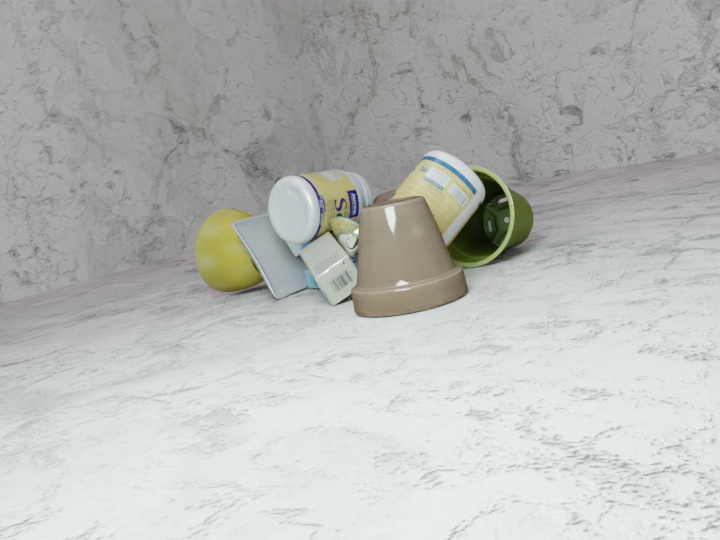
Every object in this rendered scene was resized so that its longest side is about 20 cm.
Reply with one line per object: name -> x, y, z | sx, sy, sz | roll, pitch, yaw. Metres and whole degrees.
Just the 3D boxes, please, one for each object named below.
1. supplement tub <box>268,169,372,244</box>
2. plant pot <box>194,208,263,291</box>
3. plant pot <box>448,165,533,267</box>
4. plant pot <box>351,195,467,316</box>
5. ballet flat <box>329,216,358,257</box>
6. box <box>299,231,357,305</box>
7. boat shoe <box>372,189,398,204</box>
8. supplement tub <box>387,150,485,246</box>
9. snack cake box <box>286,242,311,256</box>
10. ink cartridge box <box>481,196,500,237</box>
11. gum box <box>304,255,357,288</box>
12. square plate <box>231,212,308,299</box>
supplement tub -> -0.084, -0.141, 1.671 | 0.145, 0.147, 0.199 | -4, 8, 43
plant pot -> -0.270, -0.044, 1.834 | 0.141, 0.202, 0.199 | 6, 18, 39
plant pot -> 0.271, -0.109, 1.615 | 0.199, 0.202, 0.189 | -6, -3, 37
plant pot -> 0.072, -0.031, 1.310 | 0.198, 0.176, 0.200 | -10, 8, 1
ballet flat -> 0.011, -0.044, 1.554 | 0.199, 0.071, 0.071 | 29, 20, 14
box -> -0.059, -0.007, 1.523 | 0.082, 0.069, 0.200 | -35, 20, 0
boat shoe -> 0.125, -0.152, 1.688 | 0.198, 0.073, 0.068 | 1, -21, 3
supplement tub -> 0.127, -0.111, 1.472 | 0.200, 0.145, 0.144 | -51, 18, -11
snack cake box -> -0.104, -0.123, 1.804 | 0.067, 0.116, 0.200 | -34, -2, 40
ink cartridge box -> 0.290, -0.142, 1.821 | 0.083, 0.147, 0.200 | -10, 4, 11
gum box -> 0.000, 0.000, 1.670 | 0.169, 0.045, 0.199 | -16, 8, -32
square plate -> -0.177, -0.039, 1.748 | 0.028, 0.201, 0.197 | -39, -12, 38
